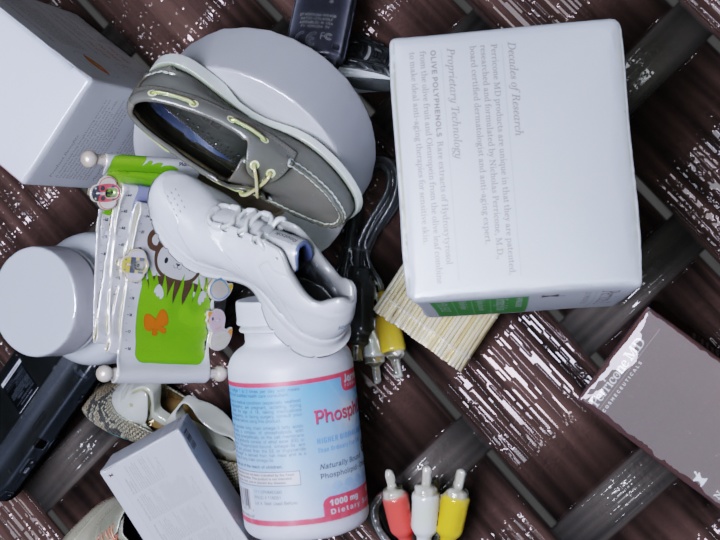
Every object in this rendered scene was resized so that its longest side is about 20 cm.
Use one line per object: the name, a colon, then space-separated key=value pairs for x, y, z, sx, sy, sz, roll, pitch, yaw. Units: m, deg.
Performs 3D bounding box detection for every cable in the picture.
cable: x=0.000 y=0.000 z=1.135 sx=0.097 sy=0.050 sz=0.201 roll=-1 pitch=79 yaw=33
cable: x=0.054 y=0.268 z=1.105 sx=0.097 sy=0.050 sz=0.201 roll=-3 pitch=91 yaw=21

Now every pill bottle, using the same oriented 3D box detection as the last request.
pill bottle: x=-0.216 y=0.024 z=1.094 sx=0.114 sy=0.200 sz=0.115 roll=0 pitch=91 yaw=28
pill bottle: x=-0.055 y=0.121 z=1.075 sx=0.108 sy=0.109 sz=0.201 roll=-5 pitch=95 yaw=16

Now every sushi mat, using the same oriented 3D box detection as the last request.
sushi mat: x=0.103 y=-0.022 z=1.087 sx=0.096 sy=0.012 sz=0.200 roll=33 pitch=89 yaw=12

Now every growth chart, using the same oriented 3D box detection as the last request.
growth chart: x=-0.162 y=0.000 z=1.032 sx=0.018 sy=0.144 sz=0.201 roll=7 pitch=101 yaw=48

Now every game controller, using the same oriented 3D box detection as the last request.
game controller: x=-0.313 y=0.122 z=1.209 sx=0.200 sy=0.042 sz=0.104 roll=-53 pitch=46 yaw=11

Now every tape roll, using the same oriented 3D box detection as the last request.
tape roll: x=-0.091 y=-0.104 z=1.076 sx=0.202 sy=0.071 sz=0.203 roll=14 pitch=134 yaw=16

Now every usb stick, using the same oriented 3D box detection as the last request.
usb stick: x=-0.023 y=-0.262 z=1.087 sx=0.055 sy=0.033 sz=0.201 roll=7 pitch=69 yaw=9

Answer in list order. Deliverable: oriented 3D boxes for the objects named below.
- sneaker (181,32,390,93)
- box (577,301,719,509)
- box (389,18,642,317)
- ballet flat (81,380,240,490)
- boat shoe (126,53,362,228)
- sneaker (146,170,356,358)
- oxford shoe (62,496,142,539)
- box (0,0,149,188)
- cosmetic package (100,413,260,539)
sneaker: x=-0.058 y=-0.169 z=1.126 sx=0.199 sy=0.074 sz=0.080 roll=0 pitch=121 yaw=11
box: x=0.289 y=0.124 z=1.030 sx=0.200 sy=0.075 sz=0.100 roll=37 pitch=101 yaw=13
box: x=0.119 y=-0.069 z=0.983 sx=0.171 sy=0.199 sz=0.201 roll=-5 pitch=84 yaw=6
ballet flat: x=-0.167 y=0.136 z=1.157 sx=0.199 sy=0.068 sz=0.075 roll=24 pitch=142 yaw=12
boat shoe: x=-0.092 y=-0.090 z=0.996 sx=0.201 sy=0.060 sz=0.072 roll=34 pitch=135 yaw=-4
sneaker: x=-0.079 y=-0.019 z=0.991 sx=0.200 sy=0.075 sz=0.087 roll=36 pitch=146 yaw=2
oxford shoe: x=-0.224 y=0.243 z=1.178 sx=0.200 sy=0.074 sz=0.071 roll=-36 pitch=82 yaw=14
box: x=-0.272 y=-0.157 z=1.112 sx=0.152 sy=0.200 sz=0.106 roll=39 pitch=101 yaw=12
cosmetic package: x=-0.137 y=0.232 z=1.103 sx=0.082 sy=0.051 sz=0.200 roll=-29 pitch=99 yaw=7
